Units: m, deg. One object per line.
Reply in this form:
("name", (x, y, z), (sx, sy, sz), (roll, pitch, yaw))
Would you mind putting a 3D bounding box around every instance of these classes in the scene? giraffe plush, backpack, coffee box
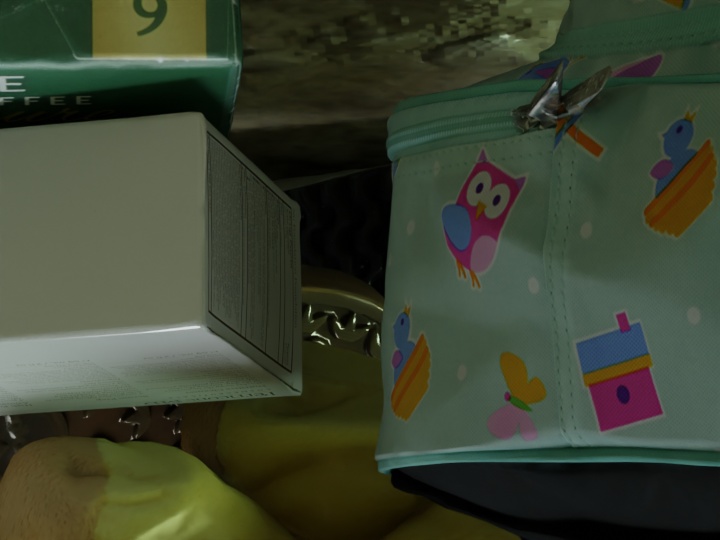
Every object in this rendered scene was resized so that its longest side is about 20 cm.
("giraffe plush", (0.013, 0.121, 0.699), (0.199, 0.163, 0.173), (-11, -146, -31))
("backpack", (0.100, -0.008, 0.585), (0.175, 0.154, 0.200), (2, 168, -40))
("coffee box", (-0.092, -0.038, 0.688), (0.122, 0.044, 0.200), (0, 167, -4))

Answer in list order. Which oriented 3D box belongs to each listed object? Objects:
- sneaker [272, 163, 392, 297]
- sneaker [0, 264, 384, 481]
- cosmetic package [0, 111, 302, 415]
("sneaker", (0.000, 0.000, 0.833), (0.199, 0.071, 0.093), (-5, -171, 11))
("sneaker", (-0.092, 0.028, 0.755), (0.199, 0.067, 0.090), (-15, -153, -18))
("cosmetic package", (-0.119, 0.004, 0.653), (0.199, 0.051, 0.083), (-4, 165, 12))
